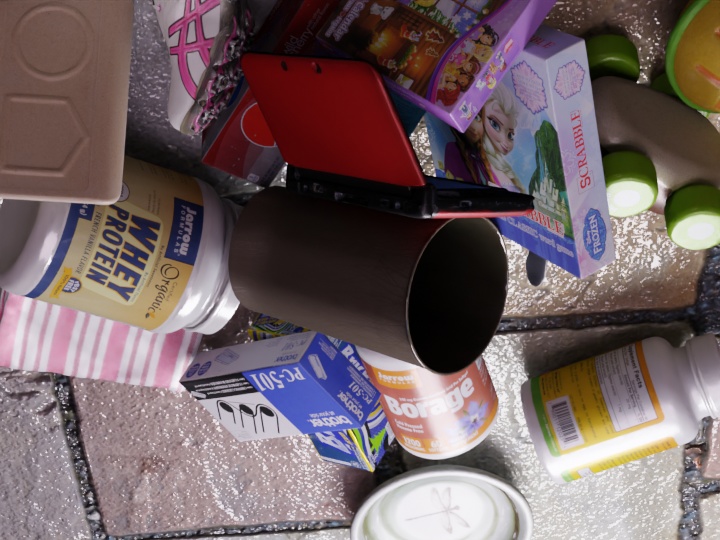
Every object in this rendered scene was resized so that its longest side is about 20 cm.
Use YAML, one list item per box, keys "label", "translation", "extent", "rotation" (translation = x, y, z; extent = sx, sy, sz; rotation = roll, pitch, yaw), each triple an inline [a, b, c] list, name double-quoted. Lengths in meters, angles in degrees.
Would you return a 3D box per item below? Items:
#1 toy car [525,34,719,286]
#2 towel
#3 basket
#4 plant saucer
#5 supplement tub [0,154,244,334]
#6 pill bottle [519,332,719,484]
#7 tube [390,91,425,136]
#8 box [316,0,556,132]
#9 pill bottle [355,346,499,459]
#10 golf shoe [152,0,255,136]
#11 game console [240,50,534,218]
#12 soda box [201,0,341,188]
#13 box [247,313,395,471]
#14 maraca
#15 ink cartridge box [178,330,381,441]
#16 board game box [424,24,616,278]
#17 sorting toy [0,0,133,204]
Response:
- label: "toy car"
  translation: [0.207, -0.072, 1.419]
  extent: [0.157, 0.165, 0.200]
  rotation: [21, 138, -25]
- label: "towel"
  translation: [-0.252, 0.055, 1.581]
  extent: [0.199, 0.030, 0.147]
  rotation: [9, 130, -12]
- label: "basket"
  translation: [0.000, 0.000, 1.383]
  extent: [0.200, 0.136, 0.180]
  rotation: [14, -179, 31]
- label: "plant saucer"
  translation: [0.087, 0.269, 1.771]
  extent: [0.199, 0.050, 0.201]
  rotation: [-2, 130, -2]
- label: "supplement tub"
  translation: [-0.207, -0.027, 1.429]
  extent: [0.200, 0.145, 0.145]
  rotation: [17, 128, -28]
- label: "pill bottle"
  translation: [0.270, 0.132, 1.623]
  extent: [0.199, 0.111, 0.111]
  rotation: [-20, 129, 14]
- label: "tube"
  translation: [0.031, -0.151, 1.360]
  extent: [0.077, 0.050, 0.200]
  rotation: [29, 149, 0]
- label: "box"
  translation: [0.078, -0.221, 1.235]
  extent: [0.200, 0.137, 0.039]
  rotation: [-55, 153, -5]
- label: "pill bottle"
  translation: [0.057, 0.079, 1.565]
  extent: [0.112, 0.112, 0.200]
  rotation: [-15, 130, 10]
- label: "golf shoe"
  translation: [-0.131, -0.210, 1.324]
  extent: [0.092, 0.073, 0.201]
  rotation: [21, 112, 11]
- label: "game console"
  translation: [0.020, -0.110, 1.294]
  extent: [0.172, 0.200, 0.119]
  rotation: [-3, 100, -34]
- label: "soda box"
  translation: [-0.062, -0.167, 1.377]
  extent: [0.070, 0.064, 0.200]
  rotation: [23, 125, -22]
- label: "box"
  translation: [-0.033, 0.108, 1.600]
  extent: [0.070, 0.064, 0.200]
  rotation: [9, 139, 36]
- label: "maraca"
  translation: [0.346, -0.204, 1.344]
  extent: [0.200, 0.107, 0.137]
  rotation: [-29, 132, 9]
- label: "ink cartridge box"
  translation: [-0.079, 0.112, 1.545]
  extent: [0.094, 0.044, 0.200]
  rotation: [47, 146, -22]
- label: "board game box"
  translation: [0.120, -0.117, 1.331]
  extent: [0.041, 0.200, 0.200]
  rotation: [-28, 123, -22]
- label: "sorting toy"
  translation: [-0.291, -0.148, 1.329]
  extent: [0.199, 0.186, 0.036]
  rotation: [4, 169, -9]
